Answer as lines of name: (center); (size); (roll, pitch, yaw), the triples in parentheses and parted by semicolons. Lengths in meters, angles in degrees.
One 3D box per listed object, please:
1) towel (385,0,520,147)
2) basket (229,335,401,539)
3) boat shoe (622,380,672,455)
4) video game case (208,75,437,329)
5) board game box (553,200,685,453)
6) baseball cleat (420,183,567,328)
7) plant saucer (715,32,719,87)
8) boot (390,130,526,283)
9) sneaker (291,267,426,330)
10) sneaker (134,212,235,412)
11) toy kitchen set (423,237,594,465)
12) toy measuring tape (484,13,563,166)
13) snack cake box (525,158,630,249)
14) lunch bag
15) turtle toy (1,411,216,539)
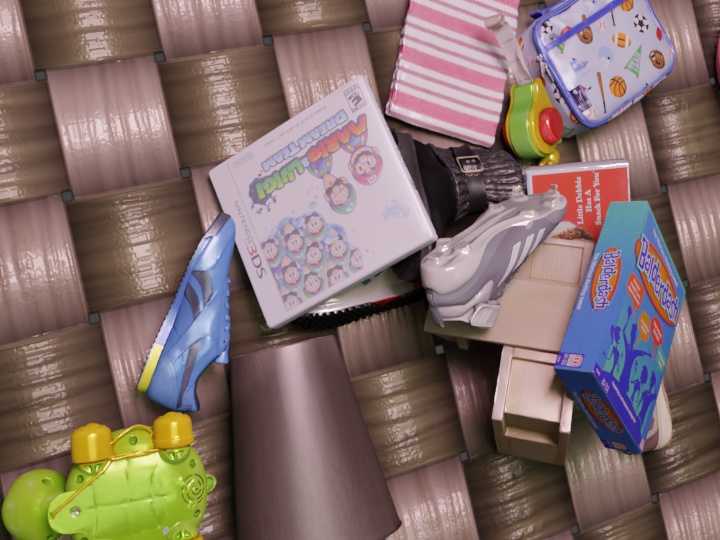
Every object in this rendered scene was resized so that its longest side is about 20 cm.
towel: (0.112, -0.260, 0.972); (0.143, 0.030, 0.205); (14, 83, -18)
basket: (-0.061, 0.177, 0.818); (0.177, 0.135, 0.205); (-11, 85, -27)
boat shoe: (0.326, 0.127, 0.987); (0.064, 0.072, 0.205); (-16, 96, -24)
video game case: (-0.044, -0.068, 0.821); (0.197, 0.024, 0.185); (-28, 76, 17)
board game box: (0.270, 0.056, 0.822); (0.152, 0.044, 0.203); (49, 55, -38)
baseball cleat: (0.137, -0.009, 0.821); (0.198, 0.069, 0.109); (-26, 118, -27)
plant saucer: (0.566, -0.282, 1.117); (0.196, 0.051, 0.206); (2, 84, -18)
boot: (0.108, -0.068, 0.885); (0.154, 0.080, 0.214); (11, 49, -17)
sneaker: (0.001, 0.000, 0.894); (0.196, 0.070, 0.095); (-15, 75, -20)
sneaker: (-0.157, 0.044, 0.825); (0.077, 0.066, 0.204); (22, 83, -7)
toy kitchen set: (0.163, 0.086, 0.905); (0.159, 0.181, 0.204); (8, 69, 16)
toy measuring tape: (0.187, -0.196, 0.949); (0.074, 0.073, 0.201); (-44, 121, -17)
snack cake box: (0.252, -0.020, 0.929); (0.112, 0.067, 0.205); (-3, 100, 15)
lunch bag: (0.287, -0.271, 1.005); (0.198, 0.075, 0.162); (-34, 97, -22)
turtle toy: (-0.235, 0.215, 0.767); (0.195, 0.101, 0.150); (-4, 86, -19)
